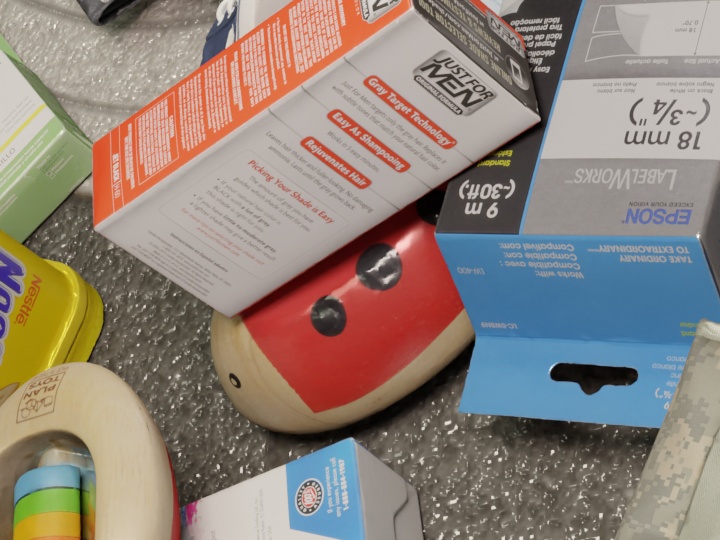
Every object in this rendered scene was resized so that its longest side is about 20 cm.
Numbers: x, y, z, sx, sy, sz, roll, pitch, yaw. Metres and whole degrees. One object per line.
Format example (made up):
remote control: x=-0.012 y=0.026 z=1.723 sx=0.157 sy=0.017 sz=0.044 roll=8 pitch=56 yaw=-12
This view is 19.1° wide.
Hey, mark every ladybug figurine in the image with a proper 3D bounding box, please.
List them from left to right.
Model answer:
ladybug figurine: x=-0.141 y=0.138 z=1.048 sx=0.136 sy=0.072 sz=0.200 roll=-18 pitch=54 yaw=28
ladybug figurine: x=0.000 y=0.000 z=1.113 sx=0.200 sy=0.072 sz=0.136 roll=-39 pitch=47 yaw=10

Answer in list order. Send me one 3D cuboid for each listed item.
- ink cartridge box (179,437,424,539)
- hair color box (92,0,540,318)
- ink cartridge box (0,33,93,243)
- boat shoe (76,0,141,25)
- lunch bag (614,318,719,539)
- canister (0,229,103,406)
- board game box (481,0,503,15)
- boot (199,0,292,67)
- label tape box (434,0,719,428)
ink cartridge box: x=-0.066 y=0.178 z=1.064 sx=0.200 sy=0.067 sz=0.116 roll=-24 pitch=50 yaw=22
hair color box: x=-0.024 y=-0.066 z=1.027 sx=0.200 sy=0.101 sz=0.061 roll=-31 pitch=44 yaw=26
ink cartridge box: x=-0.267 y=-0.081 z=1.384 sx=0.146 sy=0.048 sz=0.200 roll=-46 pitch=49 yaw=4
boat shoe: x=-0.094 y=-0.222 z=1.334 sx=0.200 sy=0.072 sz=0.068 roll=-30 pitch=77 yaw=1
lunch bag: x=0.210 y=0.128 z=0.867 sx=0.200 sy=0.118 sz=0.164 roll=14 pitch=72 yaw=34
canister: x=-0.254 y=0.026 z=1.202 sx=0.086 sy=0.200 sz=0.149 roll=11 pitch=70 yaw=40
board game box: x=0.084 y=-0.198 z=1.165 sx=0.200 sy=0.041 sz=0.200 roll=-47 pitch=41 yaw=5
boot: x=-0.053 y=-0.143 z=1.192 sx=0.090 sy=0.073 sz=0.200 roll=47 pitch=134 yaw=45
label tape box: x=0.116 y=-0.032 z=1.005 sx=0.144 sy=0.063 sz=0.200 roll=2 pitch=65 yaw=35
